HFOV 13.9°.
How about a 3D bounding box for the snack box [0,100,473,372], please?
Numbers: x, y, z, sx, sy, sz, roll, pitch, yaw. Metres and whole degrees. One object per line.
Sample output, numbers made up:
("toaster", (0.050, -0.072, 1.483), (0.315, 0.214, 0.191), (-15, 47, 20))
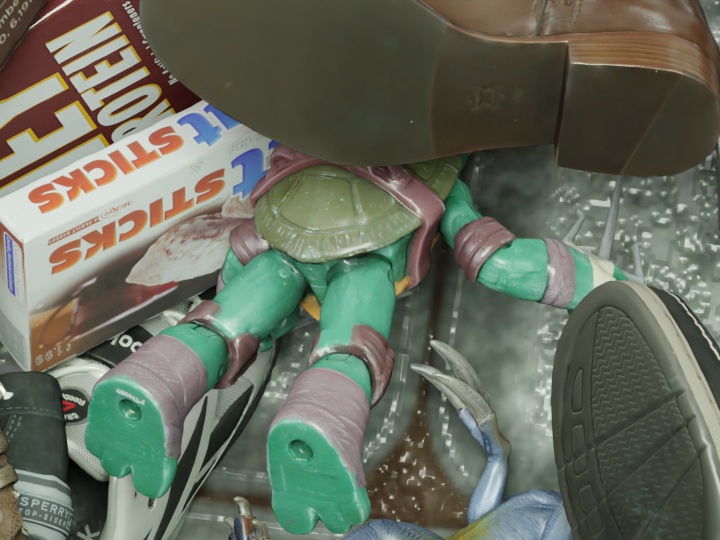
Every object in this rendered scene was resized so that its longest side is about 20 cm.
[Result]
("snack box", (-0.035, -0.034, 1.010), (0.200, 0.072, 0.024), (-28, 56, -24))

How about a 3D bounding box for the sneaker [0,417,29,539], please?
("sneaker", (-0.134, 0.067, 0.907), (0.075, 0.070, 0.201), (10, 67, -6))

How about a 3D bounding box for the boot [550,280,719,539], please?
("boot", (0.155, 0.088, 0.912), (0.150, 0.073, 0.200), (-8, 61, -37))

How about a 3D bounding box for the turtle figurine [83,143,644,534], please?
("turtle figurine", (0.000, 0.000, 0.971), (0.149, 0.101, 0.200), (-5, 31, 37))

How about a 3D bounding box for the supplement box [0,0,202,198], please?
("supplement box", (-0.139, -0.114, 1.029), (0.200, 0.133, 0.197), (-34, 61, -2))

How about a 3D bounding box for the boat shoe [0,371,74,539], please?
("boat shoe", (-0.181, 0.068, 0.992), (0.199, 0.069, 0.057), (-5, 72, 26))

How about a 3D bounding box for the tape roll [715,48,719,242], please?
("tape roll", (0.218, -0.038, 0.981), (0.202, 0.139, 0.203), (-2, 76, 7))

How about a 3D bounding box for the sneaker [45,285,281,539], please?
("sneaker", (-0.083, 0.048, 1.027), (0.074, 0.089, 0.201), (16, 77, 12))

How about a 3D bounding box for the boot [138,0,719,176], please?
("boot", (0.028, -0.108, 0.960), (0.186, 0.064, 0.200), (14, 34, -6))

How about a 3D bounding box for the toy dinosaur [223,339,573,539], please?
("toy dinosaur", (0.049, 0.095, 1.021), (0.181, 0.201, 0.105), (-8, 37, -18))

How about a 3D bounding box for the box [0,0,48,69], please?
("box", (-0.173, -0.173, 0.878), (0.166, 0.200, 0.164), (27, 74, 25))
